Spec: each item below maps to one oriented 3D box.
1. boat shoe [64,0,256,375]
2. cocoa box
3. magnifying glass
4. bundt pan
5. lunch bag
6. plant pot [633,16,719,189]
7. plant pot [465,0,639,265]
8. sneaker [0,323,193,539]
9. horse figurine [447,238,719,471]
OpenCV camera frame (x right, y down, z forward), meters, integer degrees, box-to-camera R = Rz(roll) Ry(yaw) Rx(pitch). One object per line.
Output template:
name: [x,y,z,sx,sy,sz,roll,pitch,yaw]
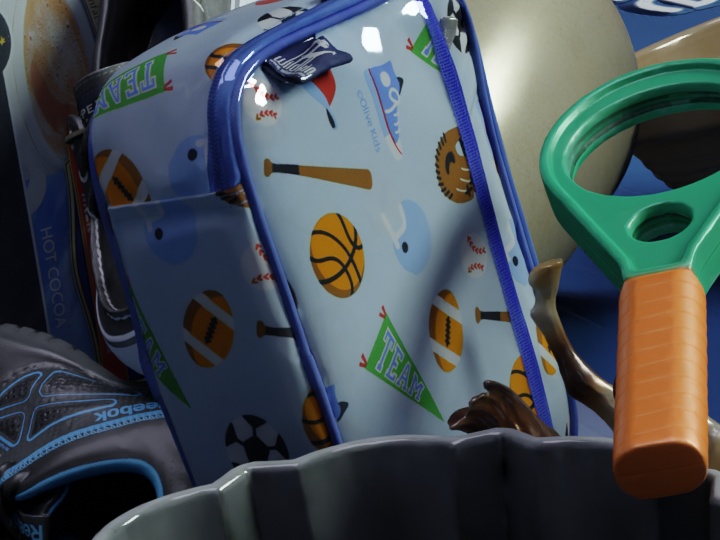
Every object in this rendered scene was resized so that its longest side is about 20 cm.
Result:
boat shoe: [-0.076,-0.053,0.849,0.070,0.066,0.201,-27,38,33]
cocoa box: [-0.161,-0.035,0.953,0.131,0.202,0.133,-19,20,-35]
magnifying glass: [0.089,-0.004,0.693,0.079,0.023,0.201,-11,31,15]
bundt pan: [0.012,0.113,0.605,0.200,0.076,0.202,-8,17,2]
lunch bag: [0.000,0.000,0.765,0.075,0.202,0.160,-5,15,38]
plant pot: [0.207,-0.072,1.052,0.199,0.093,0.201,-19,10,3]
plant pot: [0.002,-0.026,0.930,0.186,0.189,0.200,-2,32,20]
sneaker: [-0.114,0.066,0.823,0.199,0.074,0.082,0,20,29]
horse figurine: [0.130,0.044,0.734,0.198,0.134,0.050,-18,3,2]
